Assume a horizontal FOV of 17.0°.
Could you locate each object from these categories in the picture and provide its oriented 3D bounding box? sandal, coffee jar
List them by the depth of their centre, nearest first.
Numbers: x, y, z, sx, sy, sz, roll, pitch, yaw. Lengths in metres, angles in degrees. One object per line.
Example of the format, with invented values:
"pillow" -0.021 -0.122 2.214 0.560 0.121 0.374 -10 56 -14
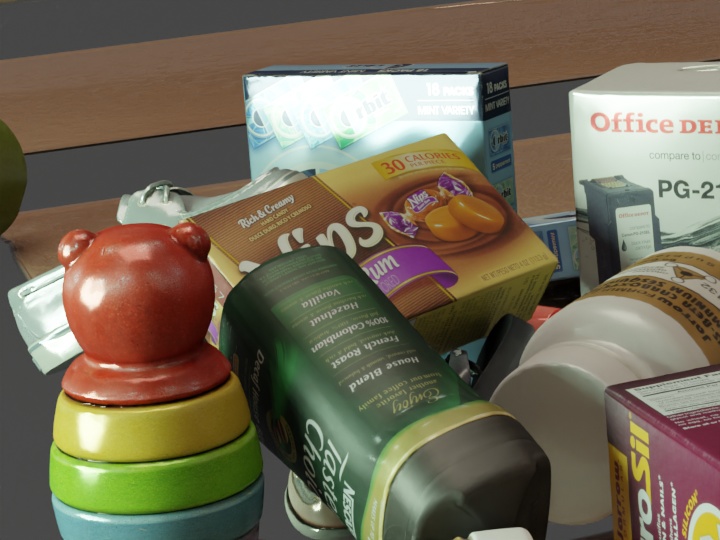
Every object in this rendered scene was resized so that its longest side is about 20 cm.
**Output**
"coffee jar" 0.011 0.080 1.190 0.085 0.105 0.200 -21 42 -26
"sandal" 0.051 0.076 1.321 0.043 0.076 0.200 28 29 4

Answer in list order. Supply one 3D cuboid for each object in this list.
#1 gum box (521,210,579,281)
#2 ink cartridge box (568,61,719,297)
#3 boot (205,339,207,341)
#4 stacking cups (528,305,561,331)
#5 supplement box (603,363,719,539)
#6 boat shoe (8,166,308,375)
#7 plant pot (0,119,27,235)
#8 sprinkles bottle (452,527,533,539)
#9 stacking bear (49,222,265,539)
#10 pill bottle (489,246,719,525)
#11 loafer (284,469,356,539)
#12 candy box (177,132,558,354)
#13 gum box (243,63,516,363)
"gum box" 0.168 -0.022 1.726 0.199 0.045 0.170 -10 2 -2
"ink cartridge box" 0.210 -0.020 1.453 0.144 0.201 0.084 3 15 31
"boot" -0.084 0.031 1.498 0.162 0.073 0.198 -37 26 -6
"stacking cups" 0.050 0.037 1.604 0.199 0.061 0.060 8 18 30
"supplement box" 0.185 0.119 1.081 0.085 0.111 0.200 -9 14 -14
"boat shoe" -0.124 -0.015 1.442 0.200 0.072 0.070 -32 -4 7
"plant pot" -0.374 -0.078 2.004 0.199 0.201 0.190 0 3 21
"sprinkles bottle" -0.018 0.160 1.082 0.199 0.068 0.068 -6 14 -4
"stacking bear" -0.102 0.074 1.185 0.121 0.201 0.114 -3 14 8
"pill bottle" 0.149 0.064 1.317 0.114 0.115 0.200 2 16 29
"loafer" -0.004 0.093 1.363 0.072 0.063 0.200 -1 14 8
"candy box" 0.000 0.000 1.384 0.200 0.057 0.117 -19 57 -35
"gum box" 0.016 -0.029 1.534 0.169 0.201 0.045 2 14 29
